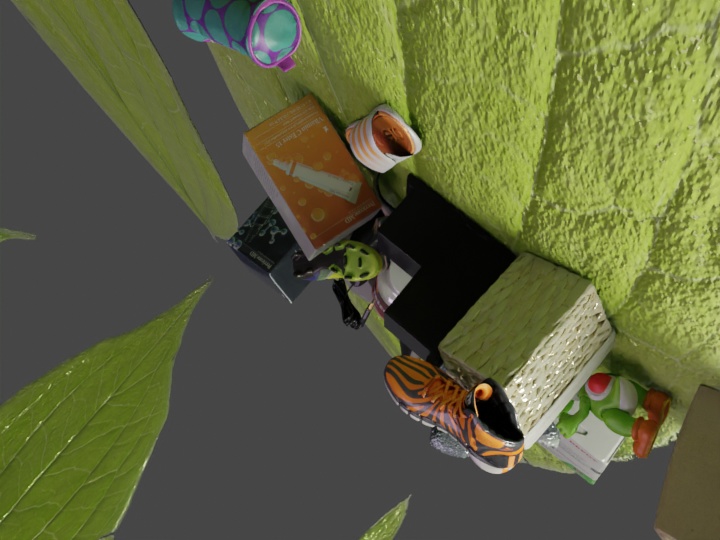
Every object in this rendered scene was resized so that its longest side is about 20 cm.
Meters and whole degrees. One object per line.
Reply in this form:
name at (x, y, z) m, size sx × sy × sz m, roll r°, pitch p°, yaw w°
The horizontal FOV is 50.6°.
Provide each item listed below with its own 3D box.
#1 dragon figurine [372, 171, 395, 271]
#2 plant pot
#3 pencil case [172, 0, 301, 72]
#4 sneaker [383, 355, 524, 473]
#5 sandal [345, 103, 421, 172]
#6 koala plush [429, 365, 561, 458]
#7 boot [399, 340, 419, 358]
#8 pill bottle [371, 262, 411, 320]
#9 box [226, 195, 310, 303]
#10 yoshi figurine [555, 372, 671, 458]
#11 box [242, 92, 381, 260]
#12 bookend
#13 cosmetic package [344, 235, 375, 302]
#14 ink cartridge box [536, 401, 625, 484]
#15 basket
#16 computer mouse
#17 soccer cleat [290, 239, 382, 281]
dragon figurine at (0.074, -0.057, 1.185) m, size 0.059 × 0.097 × 0.205 m, roll 151°, pitch 108°, yaw -77°
plant pot at (0.461, 0.289, 0.877) m, size 0.200 × 0.178 × 0.199 m, roll 48°, pitch 166°, yaw -28°
pencil case at (-0.163, -0.326, 0.992) m, size 0.199 × 0.085 × 0.094 m, roll 33°, pitch 149°, yaw 41°
sneaker at (0.115, 0.150, 0.909) m, size 0.198 × 0.078 × 0.113 m, roll 33°, pitch 151°, yaw 18°
sandal at (0.016, -0.165, 1.026) m, size 0.079 × 0.059 × 0.206 m, roll 45°, pitch 168°, yaw -14°
koala plush at (0.228, 0.196, 1.220) m, size 0.197 × 0.183 × 0.181 m, roll 5°, pitch 112°, yaw 37°
boot at (0.147, 0.116, 1.372) m, size 0.200 × 0.141 × 0.074 m, roll 118°, pitch 142°, yaw -70°
pill bottle at (0.080, 0.026, 1.341) m, size 0.113 × 0.113 × 0.200 m, roll 40°, pitch 167°, yaw 6°
box at (-0.135, -0.068, 1.495) m, size 0.147 × 0.201 × 0.108 m, roll 31°, pitch 165°, yaw 37°
yoshi figurine at (0.324, 0.186, 1.075) m, size 0.197 × 0.114 × 0.112 m, roll 24°, pitch -173°, yaw 27°
box at (-0.076, -0.139, 1.147) m, size 0.202 × 0.123 × 0.097 m, roll 57°, pitch 168°, yaw 1°
bookend at (0.084, 0.010, 1.073) m, size 0.198 × 0.201 × 0.092 m, roll 38°, pitch 167°, yaw 13°
cosmetic package at (0.008, -0.019, 1.482) m, size 0.106 × 0.091 × 0.201 m, roll 29°, pitch 159°, yaw 34°
ink cartridge box at (0.375, 0.277, 1.317) m, size 0.145 × 0.084 × 0.201 m, roll 38°, pitch 167°, yaw 22°
basket at (0.211, 0.095, 0.974) m, size 0.135 × 0.200 × 0.124 m, roll 29°, pitch 158°, yaw 44°
computer mouse at (0.000, 0.000, 1.295) m, size 0.045 × 0.202 × 0.142 m, roll 11°, pitch -144°, yaw -29°
soccer cleat at (-0.030, -0.017, 1.244) m, size 0.198 × 0.083 × 0.066 m, roll -2°, pitch 94°, yaw 45°
